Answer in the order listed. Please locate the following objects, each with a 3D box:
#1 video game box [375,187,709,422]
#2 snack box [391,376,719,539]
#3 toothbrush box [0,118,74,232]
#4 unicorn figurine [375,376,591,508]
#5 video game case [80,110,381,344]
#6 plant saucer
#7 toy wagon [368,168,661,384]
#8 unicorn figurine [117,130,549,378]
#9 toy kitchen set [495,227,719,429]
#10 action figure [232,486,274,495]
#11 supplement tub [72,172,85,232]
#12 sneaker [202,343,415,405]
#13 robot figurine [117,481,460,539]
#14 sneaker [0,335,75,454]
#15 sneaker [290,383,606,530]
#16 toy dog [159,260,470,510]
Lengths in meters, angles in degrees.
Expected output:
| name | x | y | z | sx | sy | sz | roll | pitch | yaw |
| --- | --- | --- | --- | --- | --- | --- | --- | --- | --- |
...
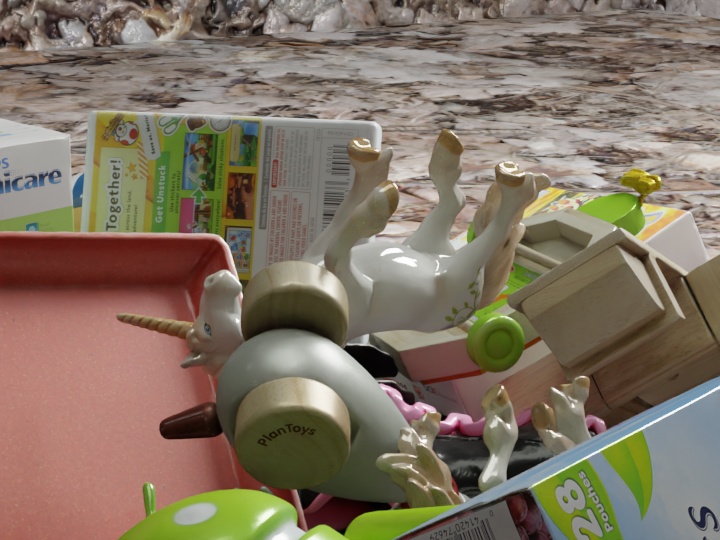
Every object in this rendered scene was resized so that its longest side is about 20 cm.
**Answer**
| name | x | y | z | sx | sy | sz | roll | pitch | yaw |
| --- | --- | --- | --- | --- | --- | --- | --- | --- | --- |
| video game box | 0.097 | 0.017 | 1.095 | 0.200 | 0.047 | 0.182 | -33 | 24 | -20 |
| snack box | 0.115 | 0.141 | 0.499 | 0.068 | 0.200 | 0.168 | -31 | -10 | 40 |
| toothbrush box | -0.239 | 0.014 | 0.965 | 0.145 | 0.201 | 0.086 | 15 | 20 | 42 |
| unicorn figurine | 0.099 | 0.117 | 0.739 | 0.199 | 0.138 | 0.074 | -10 | -19 | -26 |
| video game case | -0.083 | 0.006 | 1.007 | 0.181 | 0.201 | 0.023 | 3 | -2 | 10 |
| plant saucer | -0.138 | 0.074 | 0.824 | 0.199 | 0.200 | 0.037 | 0 | -30 | -32 |
| toy wagon | 0.101 | 0.002 | 1.006 | 0.200 | 0.040 | 0.155 | -29 | 21 | -12 |
| unicorn figurine | 0.000 | 0.000 | 0.814 | 0.199 | 0.138 | 0.074 | 5 | 35 | -25 |
| toy kitchen set | 0.180 | 0.083 | 0.863 | 0.200 | 0.181 | 0.163 | -32 | -28 | 20 |
| action figure | -0.059 | 0.145 | 0.669 | 0.199 | 0.102 | 0.119 | 7 | 28 | 18 |
| supplement tub | -0.125 | -0.003 | 1.099 | 0.199 | 0.145 | 0.145 | -11 | 13 | 9 |
| sneaker | -0.073 | 0.093 | 0.933 | 0.199 | 0.104 | 0.060 | -32 | 53 | 2 |
| robot figurine | -0.014 | 0.150 | 0.536 | 0.200 | 0.116 | 0.176 | 32 | 55 | 12 |
| sneaker | -0.199 | 0.114 | 0.829 | 0.200 | 0.085 | 0.075 | -42 | -3 | -33 |
| sneaker | 0.054 | 0.119 | 0.864 | 0.199 | 0.079 | 0.096 | 7 | 43 | 9 |
| toy dog | -0.015 | 0.097 | 0.762 | 0.096 | 0.200 | 0.132 | -24 | 15 | 22 |
